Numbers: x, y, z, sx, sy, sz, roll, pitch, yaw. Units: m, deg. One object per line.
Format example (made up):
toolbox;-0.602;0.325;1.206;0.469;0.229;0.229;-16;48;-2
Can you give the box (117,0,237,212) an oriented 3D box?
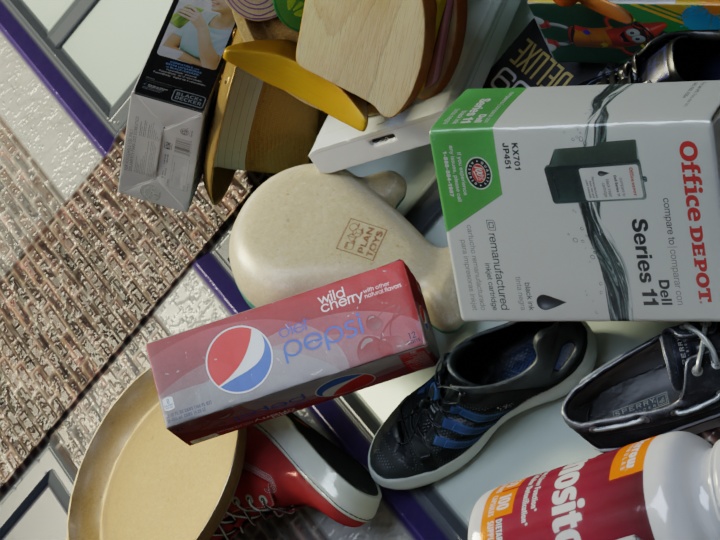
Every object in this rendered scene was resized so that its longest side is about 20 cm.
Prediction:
box;-0.135;-0.159;1.864;0.060;0.117;0.200;16;47;2

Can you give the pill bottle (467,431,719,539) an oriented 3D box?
pill bottle;0.179;0.170;1.489;0.199;0.113;0.113;-21;56;29

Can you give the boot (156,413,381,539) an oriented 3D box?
boot;-0.075;0.179;1.720;0.145;0.072;0.200;-58;38;0

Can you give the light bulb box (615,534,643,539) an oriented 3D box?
light bulb box;0.137;0.268;1.413;0.199;0.198;0.125;-21;58;28

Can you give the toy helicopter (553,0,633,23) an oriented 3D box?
toy helicopter;0.136;-0.230;1.601;0.199;0.079;0.133;-6;61;37

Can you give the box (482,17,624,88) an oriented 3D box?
box;0.175;-0.109;1.679;0.158;0.050;0.200;-49;48;6

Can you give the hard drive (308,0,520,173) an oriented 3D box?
hard drive;0.047;-0.159;1.768;0.131;0.026;0.200;-15;34;33

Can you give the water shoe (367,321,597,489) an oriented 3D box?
water shoe;0.072;0.082;1.643;0.200;0.079;0.072;-36;50;19

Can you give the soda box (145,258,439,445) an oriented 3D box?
soda box;-0.048;0.060;1.656;0.199;0.063;0.070;-18;71;7

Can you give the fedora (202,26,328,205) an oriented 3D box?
fedora;-0.066;-0.141;1.844;0.081;0.201;0.201;16;75;2

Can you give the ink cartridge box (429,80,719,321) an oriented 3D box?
ink cartridge box;0.161;-0.045;1.539;0.199;0.147;0.083;-1;23;25

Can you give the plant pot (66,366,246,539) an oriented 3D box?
plant pot;-0.150;0.157;1.749;0.200;0.027;0.201;-31;44;34

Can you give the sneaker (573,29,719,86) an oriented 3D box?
sneaker;0.198;-0.125;1.583;0.199;0.078;0.070;-13;60;32

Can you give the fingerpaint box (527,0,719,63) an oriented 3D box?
fingerpaint box;0.231;-0.244;1.648;0.166;0.073;0.201;3;57;28

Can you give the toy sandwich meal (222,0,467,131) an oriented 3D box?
toy sandwich meal;-0.020;-0.189;1.666;0.204;0.206;0.070;-13;17;34

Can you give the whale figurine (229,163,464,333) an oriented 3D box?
whale figurine;0.000;0.000;1.748;0.199;0.104;0.160;15;62;18

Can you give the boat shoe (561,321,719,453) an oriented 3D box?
boat shoe;0.225;0.063;1.537;0.199;0.068;0.072;-26;54;26
